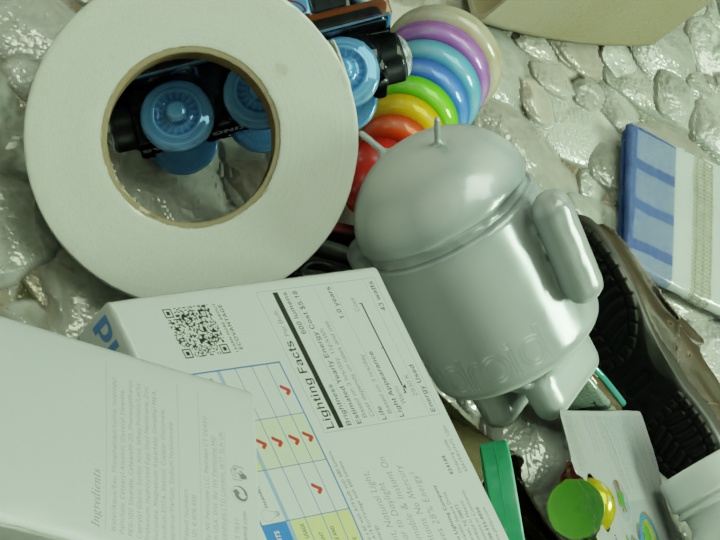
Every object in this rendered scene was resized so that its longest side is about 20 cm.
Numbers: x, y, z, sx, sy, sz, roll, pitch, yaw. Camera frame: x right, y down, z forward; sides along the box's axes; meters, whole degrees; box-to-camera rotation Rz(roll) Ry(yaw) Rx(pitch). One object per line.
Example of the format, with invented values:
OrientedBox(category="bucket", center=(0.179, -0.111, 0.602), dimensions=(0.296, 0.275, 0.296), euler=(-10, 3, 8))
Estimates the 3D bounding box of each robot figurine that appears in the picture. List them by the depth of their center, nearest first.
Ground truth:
OrientedBox(category="robot figurine", center=(0.069, -0.004, 1.532), dimensions=(0.201, 0.169, 0.113), euler=(60, 40, -18))

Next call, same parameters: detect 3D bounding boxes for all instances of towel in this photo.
OrientedBox(category="towel", center=(0.272, -0.017, 1.883), dimensions=(0.199, 0.024, 0.148), euler=(24, 47, -20))

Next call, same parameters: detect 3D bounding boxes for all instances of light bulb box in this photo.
OrientedBox(category="light bulb box", center=(-0.054, 0.119, 1.419), dimensions=(0.199, 0.125, 0.199), euler=(-7, 62, -41))

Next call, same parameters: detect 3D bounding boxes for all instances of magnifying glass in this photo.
OrientedBox(category="magnifying glass", center=(0.093, 0.197, 1.474), dimensions=(0.080, 0.022, 0.202), euler=(-95, 177, -83))

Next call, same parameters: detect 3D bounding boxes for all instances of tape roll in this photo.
OrientedBox(category="tape roll", center=(-0.100, -0.078, 1.517), dimensions=(0.201, 0.037, 0.205), euler=(0, 87, -7))

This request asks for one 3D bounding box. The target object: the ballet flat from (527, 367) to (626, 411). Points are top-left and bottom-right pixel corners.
OrientedBox(category="ballet flat", center=(0.091, 0.036, 1.640), dimensions=(0.071, 0.069, 0.200), euler=(-41, 111, -9))

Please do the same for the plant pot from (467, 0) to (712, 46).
OrientedBox(category="plant pot", center=(0.195, -0.283, 1.928), dimensions=(0.176, 0.200, 0.201), euler=(24, 43, -40))

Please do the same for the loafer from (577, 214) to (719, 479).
OrientedBox(category="loafer", center=(0.190, 0.053, 1.729), dimensions=(0.071, 0.073, 0.201), euler=(-14, 72, -55))

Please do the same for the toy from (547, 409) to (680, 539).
OrientedBox(category="toy", center=(0.152, 0.147, 1.591), dimensions=(0.200, 0.047, 0.116), euler=(14, 59, -72))

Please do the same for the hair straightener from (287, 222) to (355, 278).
OrientedBox(category="hair straightener", center=(0.000, 0.000, 1.624), dimensions=(0.199, 0.041, 0.077), euler=(15, 49, -38))

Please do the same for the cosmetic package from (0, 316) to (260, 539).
OrientedBox(category="cosmetic package", center=(-0.182, 0.130, 1.245), dimensions=(0.199, 0.199, 0.124), euler=(18, 47, -28))

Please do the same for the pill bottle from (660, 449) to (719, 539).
OrientedBox(category="pill bottle", center=(0.273, 0.205, 1.615), dimensions=(0.108, 0.109, 0.201), euler=(-17, 75, -46))

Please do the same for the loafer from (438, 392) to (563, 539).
OrientedBox(category="loafer", center=(0.061, 0.123, 1.554), dimensions=(0.200, 0.067, 0.076), euler=(51, 40, 7))

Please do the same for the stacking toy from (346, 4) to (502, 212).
OrientedBox(category="stacking toy", center=(0.031, -0.095, 1.691), dimensions=(0.085, 0.085, 0.200), euler=(37, 38, -8))

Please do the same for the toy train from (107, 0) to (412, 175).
OrientedBox(category="toy train", center=(-0.071, -0.134, 1.590), dimensions=(0.198, 0.087, 0.115), euler=(-15, 80, -4))
